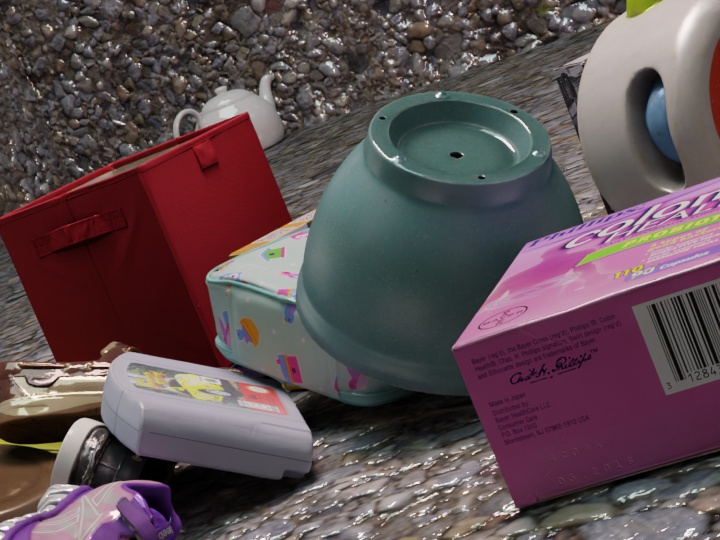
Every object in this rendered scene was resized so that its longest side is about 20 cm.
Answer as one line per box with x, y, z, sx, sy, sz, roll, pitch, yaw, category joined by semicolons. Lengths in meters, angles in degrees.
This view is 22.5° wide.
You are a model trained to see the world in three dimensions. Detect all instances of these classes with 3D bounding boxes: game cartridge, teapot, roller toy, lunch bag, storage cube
-0.110;0.096;1.237;0.132;0.041;0.200;8;6;-11;game cartridge
-0.261;-0.300;3.660;0.197;0.147;0.200;-21;10;12;teapot
0.263;-0.112;1.293;0.140;0.200;0.183;-8;52;57;roller toy
0.001;0.027;1.314;0.199;0.078;0.160;15;28;42;lunch bag
-0.165;-0.009;1.537;0.170;0.181;0.200;-17;9;32;storage cube

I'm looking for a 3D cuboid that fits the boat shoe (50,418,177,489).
-0.159;0.133;1.275;0.060;0.074;0.200;21;-1;8;boat shoe

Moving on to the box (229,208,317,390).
0.000;0.000;1.465;0.200;0.120;0.041;-29;12;-32;box

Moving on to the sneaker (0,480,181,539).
-0.155;0.167;1.046;0.088;0.081;0.200;-13;10;10;sneaker

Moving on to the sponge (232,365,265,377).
-0.145;0.096;1.545;0.199;0.030;0.112;-25;10;-13;sponge

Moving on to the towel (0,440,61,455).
-0.315;0.135;1.460;0.199;0.018;0.086;6;5;-17;towel

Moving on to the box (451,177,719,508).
0.167;0.027;0.993;0.175;0.097;0.200;-19;9;22;box

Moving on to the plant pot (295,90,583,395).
0.059;-0.032;1.186;0.199;0.135;0.201;3;34;-2;plant pot

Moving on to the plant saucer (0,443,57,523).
-0.298;0.168;1.324;0.199;0.030;0.200;-4;15;1;plant saucer

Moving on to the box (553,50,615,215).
0.264;-0.124;1.420;0.199;0.158;0.050;-26;10;-24;box

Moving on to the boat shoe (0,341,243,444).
-0.184;0.086;1.396;0.199;0.072;0.072;-6;-28;-9;boat shoe
